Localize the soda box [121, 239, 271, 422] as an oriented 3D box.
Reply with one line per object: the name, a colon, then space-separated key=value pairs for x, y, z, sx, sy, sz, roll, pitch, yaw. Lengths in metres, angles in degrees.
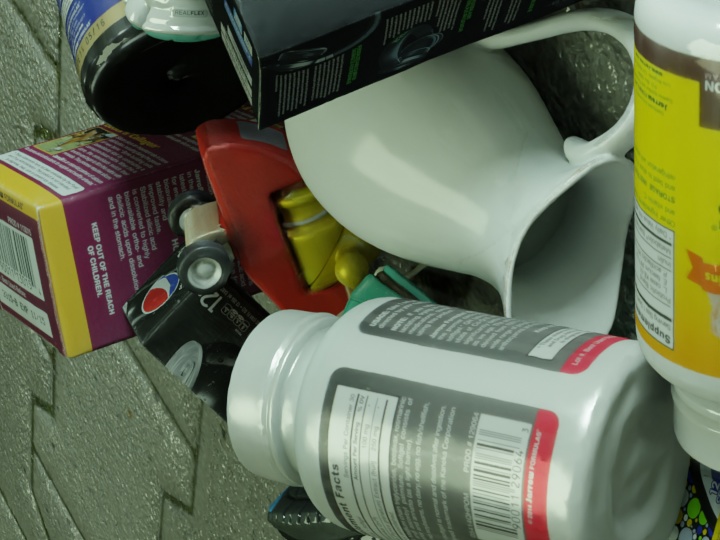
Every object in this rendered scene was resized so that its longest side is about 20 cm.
soda box: x=-0.053 y=0.074 z=1.250 sx=0.200 sy=0.063 sz=0.071 roll=44 pitch=-179 yaw=-25

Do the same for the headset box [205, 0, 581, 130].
headset box: x=0.013 y=-0.188 z=0.922 sx=0.093 sy=0.198 sz=0.175 roll=104 pitch=144 yaw=-75

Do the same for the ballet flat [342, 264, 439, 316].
ballet flat: x=0.071 y=0.079 z=1.025 sx=0.199 sy=0.071 sz=0.067 roll=34 pitch=-176 yaw=4

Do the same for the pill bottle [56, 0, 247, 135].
pill bottle: x=-0.129 y=-0.187 z=1.182 sx=0.112 sy=0.111 sz=0.201 roll=112 pitch=144 yaw=-54

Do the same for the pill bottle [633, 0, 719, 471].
pill bottle: x=0.164 y=-0.022 z=0.813 sx=0.109 sy=0.108 sz=0.202 roll=36 pitch=137 yaw=52

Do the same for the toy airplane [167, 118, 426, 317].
toy airplane: x=0.000 y=0.000 z=1.162 sx=0.201 sy=0.141 sz=0.199 roll=55 pitch=-168 yaw=16

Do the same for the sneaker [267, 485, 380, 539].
sneaker: x=0.019 y=0.148 z=1.124 sx=0.199 sy=0.073 sz=0.082 roll=-2 pitch=122 yaw=57

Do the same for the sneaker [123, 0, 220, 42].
sneaker: x=-0.094 y=-0.215 z=1.072 sx=0.092 sy=0.077 sz=0.201 roll=102 pitch=158 yaw=-46

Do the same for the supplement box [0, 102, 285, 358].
supplement box: x=-0.133 y=-0.035 z=1.307 sx=0.131 sy=0.199 sz=0.104 roll=26 pitch=130 yaw=57

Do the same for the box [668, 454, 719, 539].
box: x=0.146 y=0.186 z=0.940 sx=0.070 sy=0.064 sz=0.202 roll=22 pitch=96 yaw=58

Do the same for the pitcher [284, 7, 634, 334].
pitcher: x=0.059 y=-0.075 z=1.012 sx=0.200 sy=0.121 sz=0.173 roll=40 pitch=116 yaw=39

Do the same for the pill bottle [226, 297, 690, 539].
pill bottle: x=0.040 y=0.072 z=0.924 sx=0.199 sy=0.111 sz=0.112 roll=10 pitch=118 yaw=34
